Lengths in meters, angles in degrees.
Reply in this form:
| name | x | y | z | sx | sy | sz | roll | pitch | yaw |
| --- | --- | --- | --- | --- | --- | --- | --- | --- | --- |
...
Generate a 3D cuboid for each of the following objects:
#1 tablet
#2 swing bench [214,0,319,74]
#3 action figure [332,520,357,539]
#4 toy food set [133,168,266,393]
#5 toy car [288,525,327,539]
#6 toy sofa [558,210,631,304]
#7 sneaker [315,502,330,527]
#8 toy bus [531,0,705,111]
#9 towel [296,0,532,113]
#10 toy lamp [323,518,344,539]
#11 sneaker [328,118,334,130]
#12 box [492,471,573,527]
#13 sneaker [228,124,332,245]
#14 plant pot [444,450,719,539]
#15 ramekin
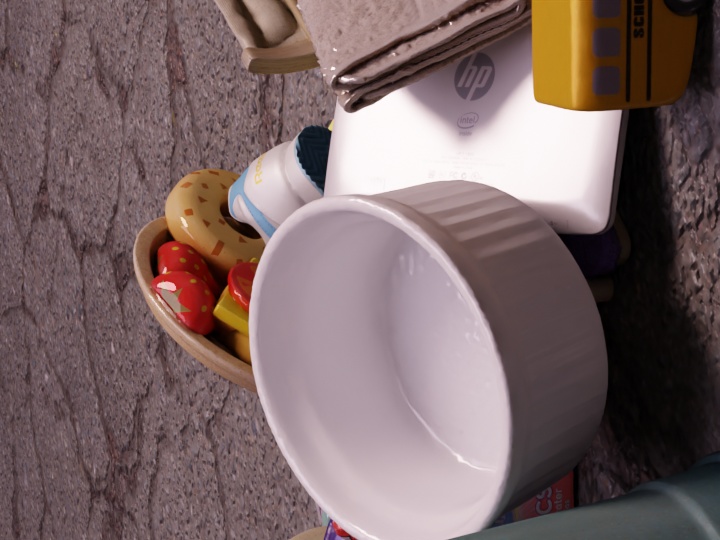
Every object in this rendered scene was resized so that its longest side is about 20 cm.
| name | x | y | z | sx | sy | sz | roll | pitch | yaw |
| --- | --- | --- | --- | --- | --- | --- | --- | --- | --- |
| tablet | 0.065 | -0.087 | 1.314 | 0.200 | 0.014 | 0.131 | 4 | 82 | 38 |
| swing bench | -0.045 | -0.271 | 1.580 | 0.199 | 0.129 | 0.200 | -120 | 26 | -46 |
| action figure | 0.067 | 0.196 | 1.341 | 0.200 | 0.052 | 0.066 | 34 | 114 | 15 |
| toy food set | -0.056 | 0.017 | 1.542 | 0.049 | 0.198 | 0.200 | -59 | 0 | 26 |
| toy car | 0.001 | 0.288 | 1.582 | 0.158 | 0.164 | 0.200 | -129 | 26 | -56 |
| toy sofa | 0.080 | -0.064 | 1.358 | 0.098 | 0.083 | 0.200 | 121 | 138 | -59 |
| sneaker | -0.006 | 0.098 | 1.637 | 0.200 | 0.078 | 0.140 | 112 | 145 | -51 |
| toy bus | 0.131 | -0.186 | 1.196 | 0.065 | 0.078 | 0.201 | -154 | 61 | -66 |
| towel | 0.025 | -0.173 | 1.354 | 0.035 | 0.132 | 0.200 | 61 | -176 | -34 |
| toy lamp | -0.002 | 0.241 | 1.425 | 0.058 | 0.058 | 0.201 | -140 | 48 | -62 |
| sneaker | 0.006 | -0.068 | 1.589 | 0.090 | 0.078 | 0.200 | -58 | -1 | -13 |
| box | 0.069 | 0.151 | 1.427 | 0.103 | 0.094 | 0.201 | -155 | 61 | -66 |
| sneaker | 0.000 | 0.000 | 1.486 | 0.081 | 0.077 | 0.200 | -28 | 109 | 34 |
| plant pot | 0.116 | 0.204 | 1.178 | 0.200 | 0.196 | 0.201 | 173 | 90 | -69 |
| ramekin | 0.040 | 0.047 | 1.264 | 0.200 | 0.098 | 0.201 | 20 | 119 | 42 |
